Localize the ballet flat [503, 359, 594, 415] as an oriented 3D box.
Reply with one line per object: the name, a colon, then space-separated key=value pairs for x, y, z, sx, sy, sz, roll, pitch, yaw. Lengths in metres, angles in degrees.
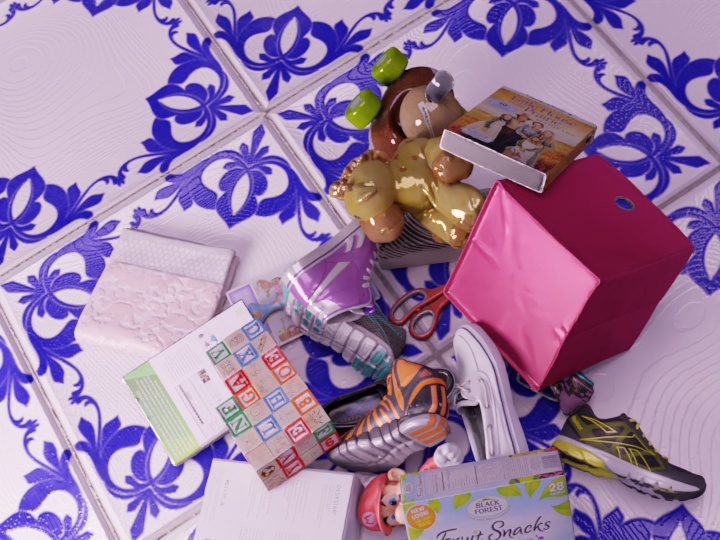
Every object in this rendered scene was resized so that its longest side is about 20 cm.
ballet flat: x=0.225 y=0.114 z=1.705 sx=0.071 sy=0.069 sz=0.200 roll=-47 pitch=63 yaw=7

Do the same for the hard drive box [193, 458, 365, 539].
hard drive box: x=-0.105 y=0.335 z=1.632 sx=0.197 sy=0.077 sz=0.158 roll=4 pitch=64 yaw=17

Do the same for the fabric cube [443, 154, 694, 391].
fabric cube: x=0.263 y=-0.003 z=1.635 sx=0.198 sy=0.201 sz=0.196 roll=-16 pitch=53 yaw=-40

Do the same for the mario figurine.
mario figurine: x=0.094 y=0.294 z=1.608 sx=0.197 sy=0.106 sz=0.125 roll=-12 pitch=63 yaw=2

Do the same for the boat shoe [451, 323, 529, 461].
boat shoe: x=0.149 y=0.159 z=1.594 sx=0.066 sy=0.074 sz=0.202 roll=-9 pitch=61 yaw=-24

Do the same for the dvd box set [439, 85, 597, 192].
dvd box set: x=0.206 y=-0.172 z=1.638 sx=0.145 sy=0.030 sz=0.200 roll=27 pitch=34 yaw=18

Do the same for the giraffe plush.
giraffe plush: x=0.052 y=-0.104 z=1.669 sx=0.161 sy=0.173 sz=0.202 roll=-23 pitch=76 yaw=-18

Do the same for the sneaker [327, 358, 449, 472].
sneaker: x=0.039 y=0.185 z=1.643 sx=0.199 sy=0.077 sz=0.113 roll=-26 pitch=46 yaw=35

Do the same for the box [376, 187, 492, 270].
box: x=0.118 y=-0.059 z=1.806 sx=0.197 sy=0.069 sz=0.083 roll=-8 pitch=62 yaw=7

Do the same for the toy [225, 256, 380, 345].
toy: x=-0.085 y=0.028 z=1.810 sx=0.198 sy=0.047 sz=0.116 roll=-27 pitch=63 yaw=-3

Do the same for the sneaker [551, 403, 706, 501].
sneaker: x=0.343 y=0.226 z=1.608 sx=0.198 sy=0.075 sz=0.085 roll=18 pitch=75 yaw=19

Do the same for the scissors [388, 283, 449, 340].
scissors: x=0.128 y=0.020 z=1.794 sx=0.200 sy=0.014 sz=0.073 roll=-41 pitch=61 yaw=-10

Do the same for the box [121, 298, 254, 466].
box: x=-0.207 y=0.154 z=1.752 sx=0.199 sy=0.036 sz=0.145 roll=-32 pitch=80 yaw=-8

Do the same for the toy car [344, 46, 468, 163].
toy car: x=0.104 y=-0.229 z=1.792 sx=0.164 sy=0.199 sz=0.159 roll=38 pitch=69 yaw=-19

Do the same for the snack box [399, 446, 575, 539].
snack box: x=0.158 y=0.315 z=1.547 sx=0.197 sy=0.171 sz=0.068 roll=-11 pitch=25 yaw=3

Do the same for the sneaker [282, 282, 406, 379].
sneaker: x=-0.020 y=0.064 z=1.757 sx=0.199 sy=0.078 sz=0.091 roll=40 pitch=41 yaw=10

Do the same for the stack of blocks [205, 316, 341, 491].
stack of blocks: x=-0.127 y=0.171 z=1.659 sx=0.114 sy=0.059 sz=0.200 roll=-33 pitch=53 yaw=-8

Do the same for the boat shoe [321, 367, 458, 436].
boat shoe: x=0.038 y=0.177 z=1.705 sx=0.198 sy=0.057 sz=0.069 roll=-21 pitch=61 yaw=-1

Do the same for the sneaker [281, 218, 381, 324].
sneaker: x=0.000 y=0.000 z=1.717 sx=0.200 sy=0.073 sz=0.114 roll=-38 pitch=77 yaw=-27

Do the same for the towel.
towel: x=-0.294 y=0.037 z=1.855 sx=0.197 sy=0.032 sz=0.193 roll=12 pitch=66 yaw=17
